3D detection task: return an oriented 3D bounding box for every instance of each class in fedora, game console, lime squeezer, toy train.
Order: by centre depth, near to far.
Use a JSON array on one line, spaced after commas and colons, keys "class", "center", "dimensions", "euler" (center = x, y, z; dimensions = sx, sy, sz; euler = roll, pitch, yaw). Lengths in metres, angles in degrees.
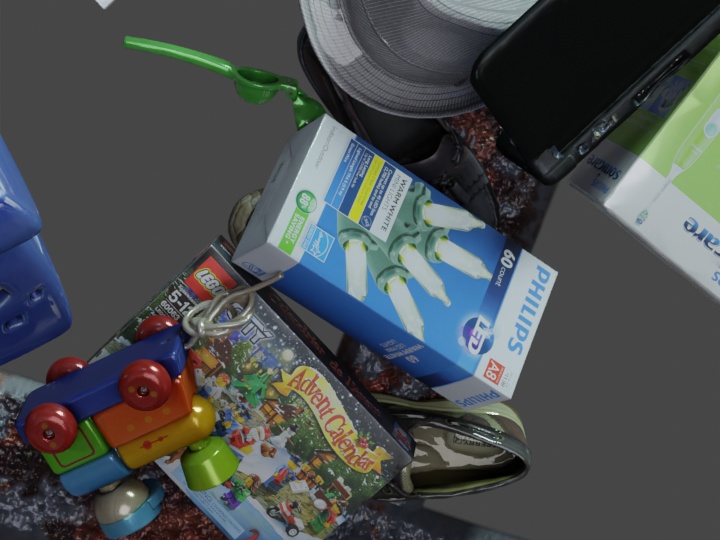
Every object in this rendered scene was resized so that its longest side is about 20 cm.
[{"class": "fedora", "center": [0.066, -0.191, 1.115], "dimensions": [0.198, 0.090, 0.179], "euler": [-10, 94, -30]}, {"class": "game console", "center": [0.154, -0.166, 1.127], "dimensions": [0.200, 0.176, 0.117], "euler": [-42, 108, 1]}, {"class": "toy train", "center": [-0.113, 0.092, 1.128], "dimensions": [0.199, 0.085, 0.116], "euler": [-24, 110, 12]}, {"class": "lime squeezer", "center": [-0.068, -0.107, 1.177], "dimensions": [0.070, 0.038, 0.200], "euler": [-33, 112, 31]}]

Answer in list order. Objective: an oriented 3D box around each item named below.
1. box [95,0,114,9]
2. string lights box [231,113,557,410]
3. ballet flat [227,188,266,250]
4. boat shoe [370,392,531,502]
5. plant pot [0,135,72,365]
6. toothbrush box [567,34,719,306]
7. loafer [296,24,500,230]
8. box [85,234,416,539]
[{"class": "box", "center": [-0.119, -0.235, 1.042], "dimensions": [0.156, 0.200, 0.041], "euler": [-44, 109, 1]}, {"class": "string lights box", "center": [0.025, -0.002, 1.147], "dimensions": [0.199, 0.059, 0.103], "euler": [32, 64, -19]}, {"class": "ballet flat", "center": [0.000, 0.000, 1.189], "dimensions": [0.199, 0.046, 0.068], "euler": [27, 97, -26]}, {"class": "boat shoe", "center": [0.026, 0.128, 1.231], "dimensions": [0.198, 0.065, 0.074], "euler": [-6, 106, -9]}, {"class": "plant pot", "center": [-0.297, -0.037, 1.013], "dimensions": [0.199, 0.180, 0.201], "euler": [-25, 74, -17]}, {"class": "toothbrush box", "center": [0.268, -0.091, 1.216], "dimensions": [0.145, 0.086, 0.201], "euler": [36, 94, -17]}, {"class": "loafer", "center": [0.028, -0.088, 1.179], "dimensions": [0.072, 0.063, 0.200], "euler": [-39, 108, 1]}, {"class": "box", "center": [-0.078, 0.096, 1.182], "dimensions": [0.136, 0.038, 0.200], "euler": [-42, 96, 14]}]
